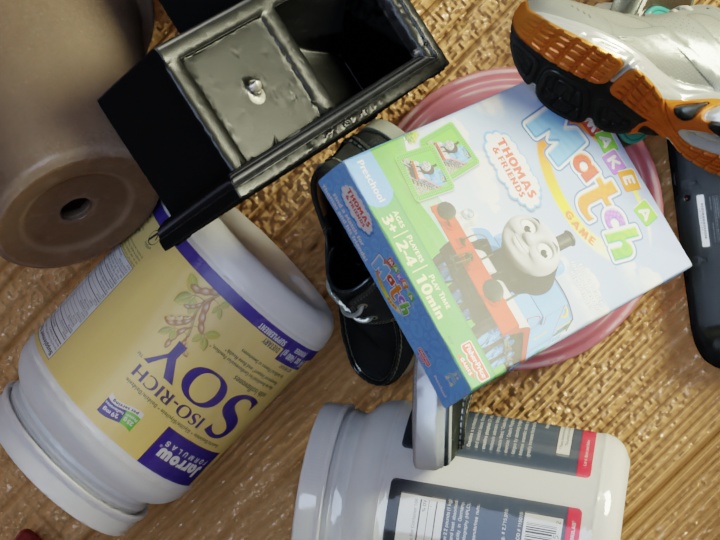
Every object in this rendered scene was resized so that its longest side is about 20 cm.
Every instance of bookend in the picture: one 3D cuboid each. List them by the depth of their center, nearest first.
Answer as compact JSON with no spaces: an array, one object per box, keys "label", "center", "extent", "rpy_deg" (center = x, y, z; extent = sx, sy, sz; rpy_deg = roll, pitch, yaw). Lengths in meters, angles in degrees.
[{"label":"bookend","center":[-0.081,-0.152,1.083],"extent":[0.092,0.198,0.201],"rpy_deg":[-30,93,50]}]

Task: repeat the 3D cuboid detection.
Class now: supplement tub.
[{"label":"supplement tub","center":[0.065,0.160,1.150],"extent":[0.198,0.140,0.142],"rpy_deg":[9,91,9]},{"label":"supplement tub","center":[-0.130,0.058,1.178],"extent":[0.145,0.145,0.200],"rpy_deg":[44,96,6]}]

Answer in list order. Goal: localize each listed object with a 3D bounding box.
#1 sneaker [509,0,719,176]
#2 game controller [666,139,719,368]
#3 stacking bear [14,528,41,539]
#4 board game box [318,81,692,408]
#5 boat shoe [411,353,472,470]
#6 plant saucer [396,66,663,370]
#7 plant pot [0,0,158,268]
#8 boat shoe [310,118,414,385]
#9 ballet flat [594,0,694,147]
[{"label":"sneaker","center":[0.182,-0.131,1.114],"extent":[0.199,0.076,0.093],"rpy_deg":[23,61,-19]},{"label":"game controller","center":[0.258,-0.037,1.178],"extent":[0.103,0.042,0.202],"rpy_deg":[-7,88,23]},{"label":"stacking bear","center":[-0.166,0.271,1.205],"extent":[0.199,0.121,0.115],"rpy_deg":[25,91,0]},{"label":"board game box","center":[0.091,-0.027,1.087],"extent":[0.199,0.037,0.152],"rpy_deg":[-26,83,-36]},{"label":"boat shoe","center":[0.072,0.027,1.107],"extent":[0.070,0.072,0.202],"rpy_deg":[9,66,2]},{"label":"plant saucer","center":[0.100,-0.035,1.191],"extent":[0.198,0.051,0.203],"rpy_deg":[0,89,8]},{"label":"plant pot","center":[-0.203,-0.102,1.138],"extent":[0.199,0.200,0.175],"rpy_deg":[-33,61,7]},{"label":"boat shoe","center":[0.000,0.000,1.152],"extent":[0.071,0.201,0.068],"rpy_deg":[27,49,28]},{"label":"ballet flat","center":[0.186,-0.179,1.178],"extent":[0.063,0.067,0.202],"rpy_deg":[20,90,43]}]
